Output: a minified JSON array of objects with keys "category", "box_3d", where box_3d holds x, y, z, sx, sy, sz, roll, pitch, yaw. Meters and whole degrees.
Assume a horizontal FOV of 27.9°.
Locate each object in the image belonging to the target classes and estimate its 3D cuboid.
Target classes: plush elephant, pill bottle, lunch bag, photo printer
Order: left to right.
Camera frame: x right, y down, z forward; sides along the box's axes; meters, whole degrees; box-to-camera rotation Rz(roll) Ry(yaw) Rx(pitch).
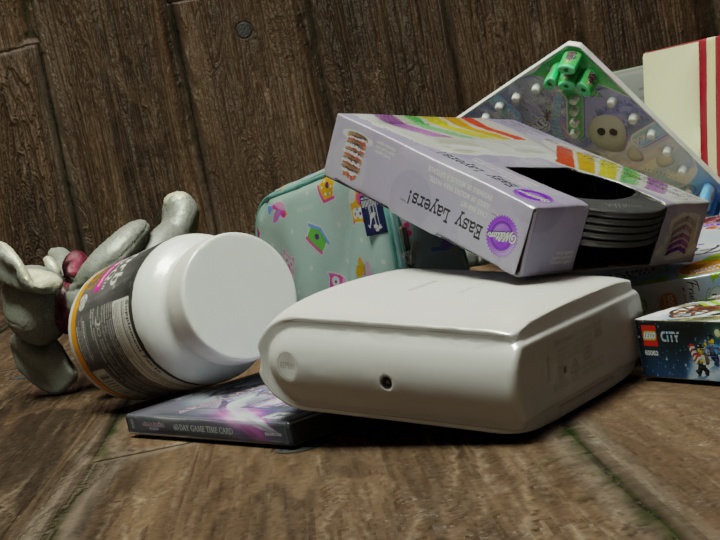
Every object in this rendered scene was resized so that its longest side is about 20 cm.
[{"category":"plush elephant","box_3d":[-0.253,0.026,1.320,0.154,0.165,0.200,15,36,11]},{"category":"pill bottle","box_3d":[-0.138,0.035,1.116,0.116,0.117,0.200,-15,-2,-35]},{"category":"lunch bag","box_3d":[0.000,0.000,1.120,0.077,0.161,0.200,-8,-3,-34]},{"category":"photo printer","box_3d":[0.049,0.043,0.888,0.200,0.070,0.166,3,13,37]}]

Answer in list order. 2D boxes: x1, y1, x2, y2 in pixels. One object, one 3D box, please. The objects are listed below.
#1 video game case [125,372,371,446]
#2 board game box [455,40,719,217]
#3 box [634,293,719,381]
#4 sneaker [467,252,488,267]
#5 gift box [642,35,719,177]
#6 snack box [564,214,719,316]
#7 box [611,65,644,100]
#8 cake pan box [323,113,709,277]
[{"category":"video game case","box_3d":[-0.052,0.090,1.001,0.143,0.019,0.200,-15,7,-38]},{"category":"board game box","box_3d":[0.175,-0.072,1.191,0.200,0.200,0.026,-30,24,50]},{"category":"box","box_3d":[0.274,0.032,0.826,0.136,0.038,0.200,-14,6,-29]},{"category":"sneaker","box_3d":[0.060,-0.057,1.261,0.200,0.116,0.075,-9,3,-40]},{"category":"gift box","box_3d":[0.375,-0.102,1.300,0.200,0.187,0.184,11,-14,-44]},{"category":"snack box","box_3d":[0.206,0.010,1.058,0.142,0.053,0.200,-11,10,16]},{"category":"box","box_3d":[0.345,-0.181,2.075,0.199,0.201,0.171,-13,4,-10]},{"category":"cake pan box","box_3d":[0.106,-0.053,0.972,0.184,0.052,0.200,-5,25,-40]}]
